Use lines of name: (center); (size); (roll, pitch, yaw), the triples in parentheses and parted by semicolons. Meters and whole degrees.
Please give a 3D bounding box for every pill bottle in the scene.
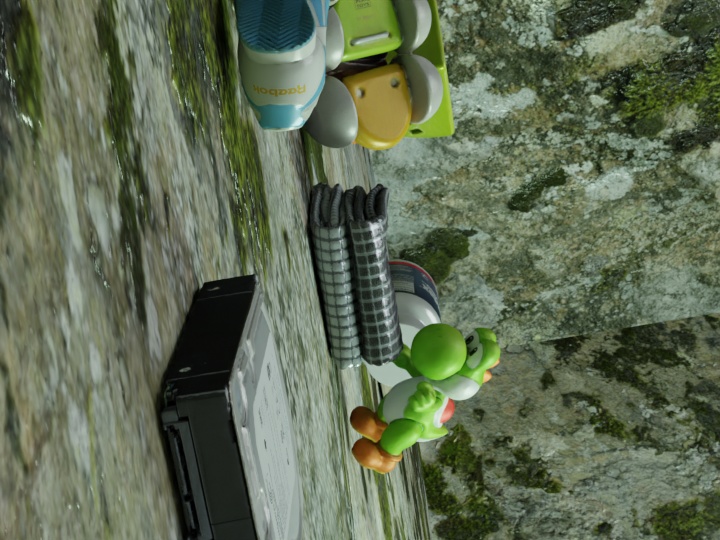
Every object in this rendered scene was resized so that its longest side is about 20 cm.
pill bottle: (0.049, 0.073, 2.181); (0.200, 0.119, 0.120); (-91, 171, -69)

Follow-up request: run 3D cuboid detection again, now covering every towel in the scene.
towel: (0.000, 0.000, 1.802); (0.200, 0.085, 0.166); (-90, 171, -73)

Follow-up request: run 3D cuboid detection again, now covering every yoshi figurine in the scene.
yoshi figurine: (0.059, 0.123, 1.793); (0.113, 0.200, 0.112); (51, 24, 14)

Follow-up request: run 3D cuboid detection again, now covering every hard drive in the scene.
hard drive: (-0.060, 0.094, 0.836); (0.200, 0.038, 0.140); (-84, 164, -76)

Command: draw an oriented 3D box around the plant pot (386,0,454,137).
plant pot: (0.025, -0.300, 2.288); (0.199, 0.181, 0.201); (75, 6, -65)

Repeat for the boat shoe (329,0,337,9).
boat shoe: (-0.077, -0.353, 1.697); (0.063, 0.073, 0.202); (-30, -105, 55)

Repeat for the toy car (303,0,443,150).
toy car: (-0.011, -0.239, 1.908); (0.150, 0.175, 0.201); (10, -65, 56)

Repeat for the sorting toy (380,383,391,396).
sorting toy: (0.045, 0.161, 2.710); (0.200, 0.036, 0.186); (-87, 168, -55)

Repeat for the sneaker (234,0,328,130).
sneaker: (-0.061, -0.182, 1.266); (0.200, 0.076, 0.081); (-84, 174, -56)
